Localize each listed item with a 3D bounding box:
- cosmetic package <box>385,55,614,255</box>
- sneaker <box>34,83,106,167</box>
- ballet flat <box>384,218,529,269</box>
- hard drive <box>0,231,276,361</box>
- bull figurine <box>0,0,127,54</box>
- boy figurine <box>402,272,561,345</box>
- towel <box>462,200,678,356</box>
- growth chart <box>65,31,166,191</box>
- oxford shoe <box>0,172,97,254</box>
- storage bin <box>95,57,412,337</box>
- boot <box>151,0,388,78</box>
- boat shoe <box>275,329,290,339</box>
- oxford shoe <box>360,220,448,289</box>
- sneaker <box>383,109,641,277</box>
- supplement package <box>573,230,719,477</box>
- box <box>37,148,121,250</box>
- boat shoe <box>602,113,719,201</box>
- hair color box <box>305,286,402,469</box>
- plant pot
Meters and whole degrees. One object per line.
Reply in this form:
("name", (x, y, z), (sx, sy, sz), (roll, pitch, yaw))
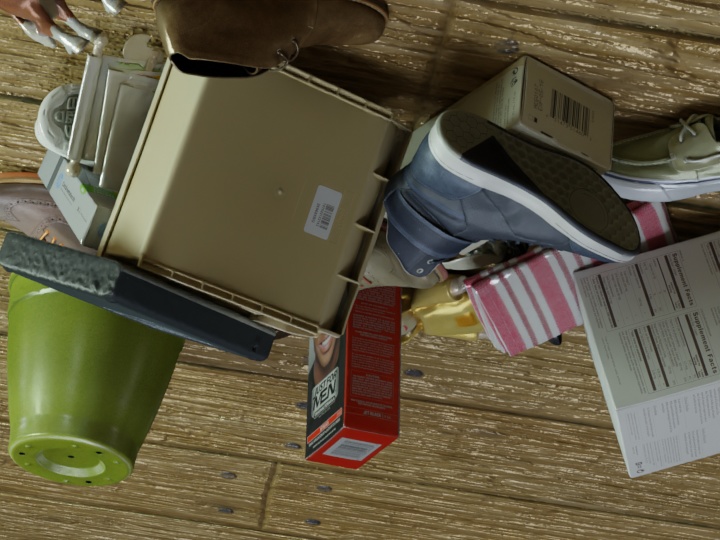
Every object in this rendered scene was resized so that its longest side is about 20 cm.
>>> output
("cosmetic package", (0.114, -0.095, 1.601), (0.103, 0.073, 0.200), (25, 147, -28))
("sneaker", (-0.193, -0.119, 1.646), (0.200, 0.078, 0.099), (14, 173, -21))
("ballet flat", (0.060, -0.037, 1.725), (0.200, 0.074, 0.074), (5, 151, 4))
("hard drive", (-0.183, 0.023, 1.538), (0.139, 0.033, 0.200), (15, 173, 38))
("bull figurine", (-0.224, -0.238, 1.409), (0.121, 0.065, 0.200), (45, 148, -9))
("boy figurine", (0.098, 0.039, 1.861), (0.200, 0.065, 0.124), (-3, 153, 11))
("towel", (0.200, 0.002, 1.738), (0.200, 0.030, 0.146), (-26, 148, 4))
("growth chart", (-0.152, -0.117, 1.588), (0.200, 0.145, 0.018), (18, -168, -23))
("oxford shoe", (-0.282, -0.038, 1.793), (0.200, 0.073, 0.071), (17, 150, -17))
("storage bin", (-0.084, -0.067, 1.544), (0.198, 0.200, 0.094), (22, 173, -26))
("boot", (-0.066, -0.181, 1.450), (0.200, 0.076, 0.074), (-1, 158, -29))
("boat shoe", (-0.083, 0.023, 1.831), (0.075, 0.075, 0.202), (-5, 172, -25))
("oxford shoe", (0.000, 0.000, 1.683), (0.200, 0.075, 0.070), (9, 141, 54))
("sneaker", (0.115, -0.038, 1.535), (0.202, 0.077, 0.146), (28, 135, -13))
("supplement package", (0.317, 0.071, 1.722), (0.200, 0.151, 0.152), (-16, 148, 4))
("box", (-0.192, -0.048, 1.655), (0.156, 0.041, 0.200), (19, -167, -25))
("boat shoe", (0.291, -0.104, 1.569), (0.200, 0.072, 0.062), (-4, 125, 12))
("hair color box", (-0.006, 0.080, 1.810), (0.061, 0.200, 0.102), (13, 151, -20))
("plant pot", (-0.287, 0.114, 1.948), (0.200, 0.193, 0.200), (6, 152, 3))
